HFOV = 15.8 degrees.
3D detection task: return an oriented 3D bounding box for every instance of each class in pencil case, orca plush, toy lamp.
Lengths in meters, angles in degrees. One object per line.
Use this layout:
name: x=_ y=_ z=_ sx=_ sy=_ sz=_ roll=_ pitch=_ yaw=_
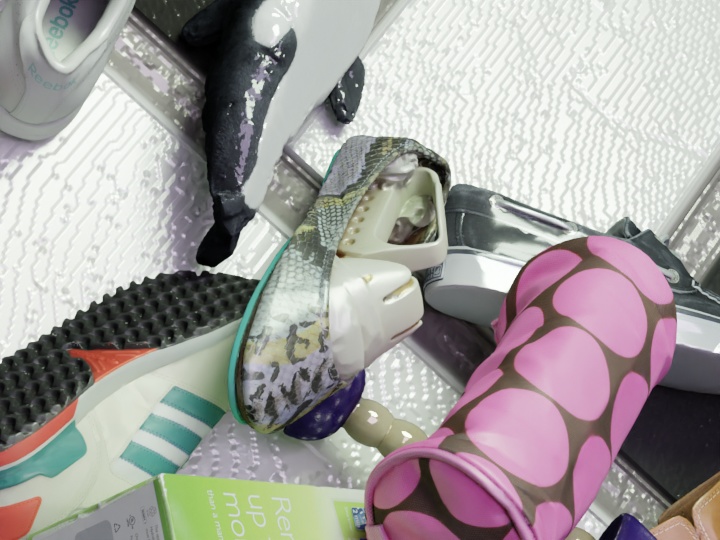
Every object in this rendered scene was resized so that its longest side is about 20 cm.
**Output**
pencil case: x=0.068 y=0.066 z=1.113 sx=0.200 sy=0.094 sz=0.091 roll=-47 pitch=126 yaw=-54
orca plush: x=-0.049 y=-0.095 z=1.213 sx=0.105 sy=0.071 sz=0.200 roll=47 pitch=55 yaw=-58
toy lamp: x=0.062 y=0.105 z=1.179 sx=0.200 sy=0.058 sz=0.058 roll=34 pitch=64 yaw=0

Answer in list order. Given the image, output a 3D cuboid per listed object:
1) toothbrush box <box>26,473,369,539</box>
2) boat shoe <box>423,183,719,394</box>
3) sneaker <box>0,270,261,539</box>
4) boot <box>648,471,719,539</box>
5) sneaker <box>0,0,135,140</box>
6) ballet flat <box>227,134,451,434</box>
toothbrush box: x=-0.028 y=0.169 z=1.071 sx=0.200 sy=0.086 sz=0.146 roll=12 pitch=59 yaw=-49
boat shoe: x=0.128 y=0.008 z=1.251 sx=0.200 sy=0.072 sz=0.068 roll=16 pitch=71 yaw=-12
sneaker: x=-0.103 y=0.070 z=1.135 sx=0.200 sy=0.070 sz=0.094 roll=-30 pitch=124 yaw=-42
boot: x=0.213 y=0.163 z=1.251 sx=0.200 sy=0.077 sz=0.155 roll=-27 pitch=84 yaw=-21
sneaker: x=-0.116 y=-0.159 z=1.170 sx=0.075 sy=0.088 sz=0.200 roll=18 pitch=69 yaw=-18
ballet flat: x=0.000 y=0.000 z=1.146 sx=0.072 sy=0.072 sz=0.200 roll=39 pitch=37 yaw=-10
